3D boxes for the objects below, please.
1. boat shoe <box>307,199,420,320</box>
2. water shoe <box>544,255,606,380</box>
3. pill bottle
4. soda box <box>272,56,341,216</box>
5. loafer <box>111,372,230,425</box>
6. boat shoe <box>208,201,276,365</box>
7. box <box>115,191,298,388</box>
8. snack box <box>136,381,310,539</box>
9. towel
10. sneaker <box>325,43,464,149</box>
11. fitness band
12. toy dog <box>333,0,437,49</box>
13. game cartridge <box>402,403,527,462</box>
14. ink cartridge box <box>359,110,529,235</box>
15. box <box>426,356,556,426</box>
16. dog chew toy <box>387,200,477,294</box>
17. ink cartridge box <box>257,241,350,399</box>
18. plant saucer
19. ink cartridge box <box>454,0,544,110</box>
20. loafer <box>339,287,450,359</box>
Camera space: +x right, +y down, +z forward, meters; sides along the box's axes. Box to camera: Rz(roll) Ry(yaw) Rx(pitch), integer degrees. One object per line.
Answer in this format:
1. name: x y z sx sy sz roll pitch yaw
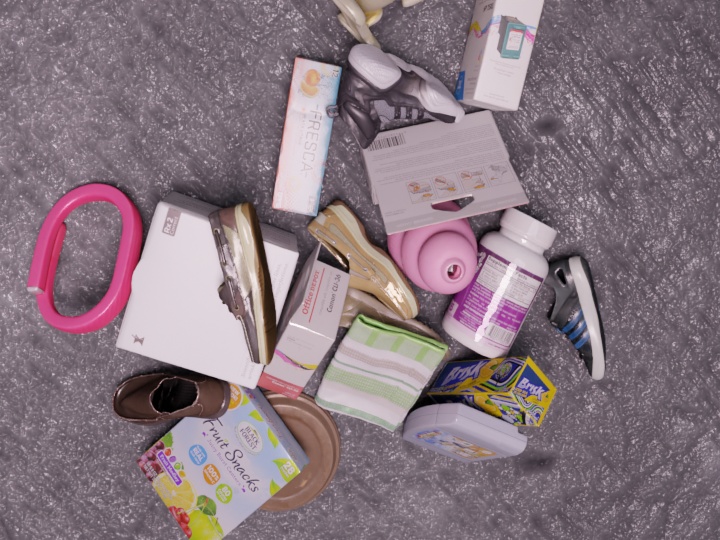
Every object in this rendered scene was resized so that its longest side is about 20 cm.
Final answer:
1. boat shoe: 0.000 0.000 0.995 0.076 0.072 0.201 -37 79 -18
2. water shoe: 0.331 0.075 1.090 0.077 0.072 0.205 -10 107 24
3. pill bottle: 0.206 0.016 1.027 0.110 0.112 0.204 24 99 -12
4. soda box: -0.076 -0.184 0.971 0.066 0.064 0.206 9 102 -9
5. loafer: -0.278 0.173 0.989 0.194 0.071 0.075 -10 68 22
6. boat shoe: -0.146 0.019 0.876 0.063 0.073 0.207 -6 100 5
7. box: -0.205 0.023 0.967 0.195 0.131 0.204 19 100 -11
8. snack box: -0.200 0.278 1.026 0.199 0.068 0.170 -41 84 6
9. towel: 0.025 0.156 1.027 0.145 0.031 0.202 17 133 -10
10. sneaker: 0.044 -0.218 0.950 0.196 0.076 0.115 15 125 -35
11. fitness band: -0.366 -0.019 0.940 0.139 0.038 0.206 0 71 12
12. toy dog: 0.033 -0.415 0.912 0.200 0.139 0.195 -43 68 6
13. game cartridge: 0.139 0.240 1.033 0.130 0.200 0.043 19 67 -12
14. ink cartridge box: 0.109 -0.126 0.960 0.194 0.180 0.045 -12 147 -3
15. box: 0.183 0.174 1.014 0.070 0.199 0.065 45 64 -14
16. dog chew toy: 0.103 -0.029 0.956 0.120 0.201 0.129 -2 109 -6
17. ink cartridge box: -0.072 0.070 0.954 0.066 0.119 0.201 21 137 -10
18. plant saucer: -0.125 0.285 1.089 0.193 0.030 0.207 -2 103 -6
19. ink cartridge box: 0.190 -0.324 0.946 0.065 0.116 0.206 10 101 -9
20. loafer: 0.040 0.092 1.040 0.196 0.076 0.069 29 82 -2
